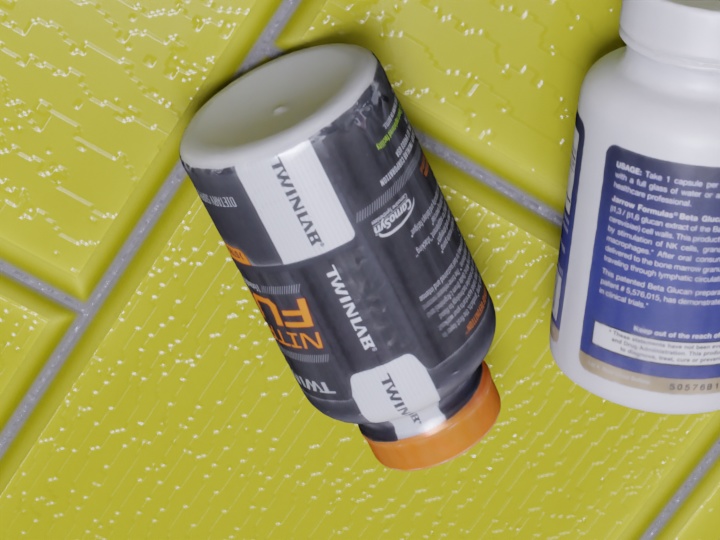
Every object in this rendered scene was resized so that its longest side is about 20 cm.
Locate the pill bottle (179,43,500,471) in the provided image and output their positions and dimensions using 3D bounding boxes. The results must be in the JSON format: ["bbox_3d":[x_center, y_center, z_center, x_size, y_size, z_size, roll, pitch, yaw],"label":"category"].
[{"bbox_3d":[0.000,0.000,1.137,0.106,0.106,0.201,-24,116,6],"label":"pill bottle"}]

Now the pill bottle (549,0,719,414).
[{"bbox_3d":[0.155,-0.043,1.130,0.110,0.111,0.201,2,116,-7],"label":"pill bottle"}]
